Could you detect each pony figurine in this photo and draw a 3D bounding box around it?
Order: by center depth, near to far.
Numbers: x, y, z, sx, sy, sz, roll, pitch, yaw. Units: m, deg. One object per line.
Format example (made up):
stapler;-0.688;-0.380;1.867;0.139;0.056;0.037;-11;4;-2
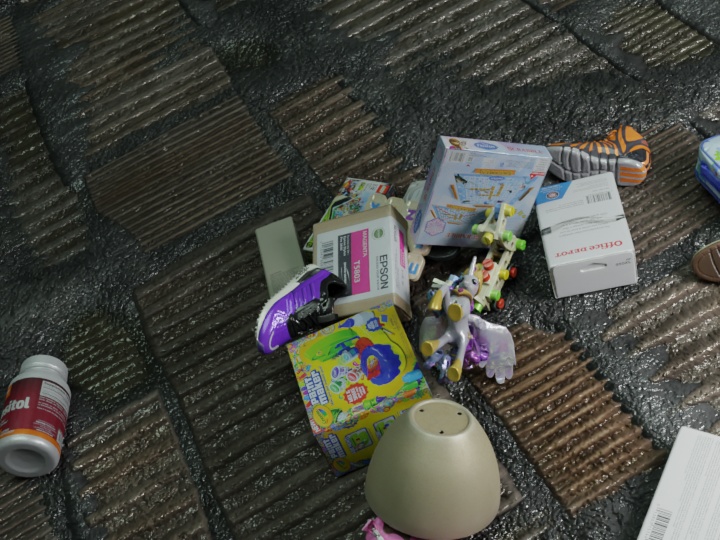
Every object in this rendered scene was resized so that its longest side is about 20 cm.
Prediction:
pony figurine;0.156;0.095;1.600;0.165;0.195;0.200;6;21;19

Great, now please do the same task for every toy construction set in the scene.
toy construction set;0.209;-0.007;1.728;0.092;0.131;0.201;30;76;36

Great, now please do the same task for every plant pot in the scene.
plant pot;0.109;0.265;1.460;0.198;0.136;0.201;4;28;-2

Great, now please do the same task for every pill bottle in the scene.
pill bottle;-0.577;0.254;1.811;0.112;0.114;0.201;-13;44;9

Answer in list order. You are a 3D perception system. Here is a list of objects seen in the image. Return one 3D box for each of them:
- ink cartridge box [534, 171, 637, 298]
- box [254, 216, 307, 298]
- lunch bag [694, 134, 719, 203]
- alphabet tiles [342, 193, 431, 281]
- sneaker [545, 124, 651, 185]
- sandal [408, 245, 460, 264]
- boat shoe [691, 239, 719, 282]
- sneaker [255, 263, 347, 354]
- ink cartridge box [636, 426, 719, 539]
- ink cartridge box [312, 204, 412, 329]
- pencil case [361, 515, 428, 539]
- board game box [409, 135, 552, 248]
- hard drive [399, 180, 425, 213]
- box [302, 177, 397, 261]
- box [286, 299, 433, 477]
ink cartridge box;0.384;-0.061;1.754;0.143;0.085;0.201;-12;44;11
box;-0.140;-0.005;1.920;0.081;0.069;0.201;-19;44;3
lunch bag;0.669;-0.156;1.721;0.159;0.083;0.201;-15;42;-11
alphabet tiles;0.035;-0.044;1.861;0.198;0.015;0.198;13;73;31
sneaker;0.442;-0.219;1.902;0.198;0.078;0.113;13;49;17
sandal;0.111;-0.047;1.883;0.199;0.048;0.076;13;54;44
boat shoe;0.639;-0.029;1.649;0.200;0.076;0.075;-11;9;21
sneaker;-0.092;0.069;1.698;0.099;0.070;0.200;20;50;26
ink cartridge box;0.487;0.322;1.374;0.175;0.045;0.201;13;54;32
ink cartridge box;0.000;0.000;1.805;0.163;0.075;0.202;-14;60;22
pencil case;0.091;0.411;1.410;0.199;0.094;0.091;27;75;39
board game box;0.204;-0.129;1.757;0.197;0.201;0.041;4;38;-18
hard drive;0.177;-0.133;1.910;0.198;0.038;0.140;-2;28;19
box;-0.019;-0.094;1.981;0.109;0.035;0.201;10;52;28
box;0.006;0.188;1.639;0.191;0.123;0.201;-24;44;0
